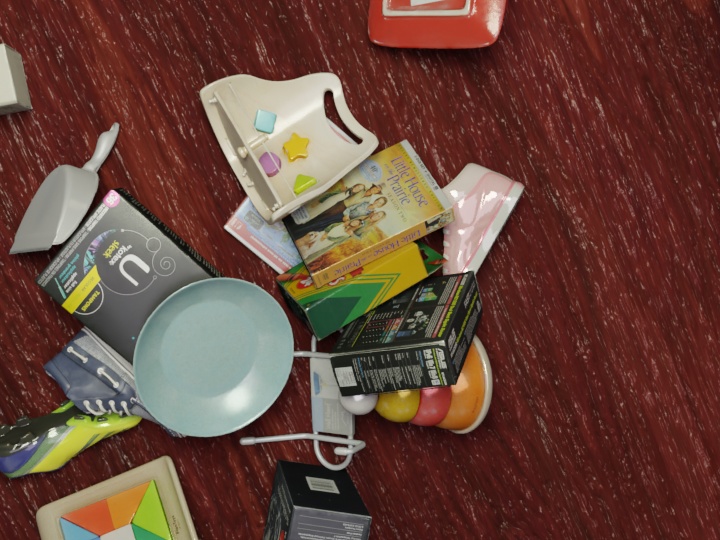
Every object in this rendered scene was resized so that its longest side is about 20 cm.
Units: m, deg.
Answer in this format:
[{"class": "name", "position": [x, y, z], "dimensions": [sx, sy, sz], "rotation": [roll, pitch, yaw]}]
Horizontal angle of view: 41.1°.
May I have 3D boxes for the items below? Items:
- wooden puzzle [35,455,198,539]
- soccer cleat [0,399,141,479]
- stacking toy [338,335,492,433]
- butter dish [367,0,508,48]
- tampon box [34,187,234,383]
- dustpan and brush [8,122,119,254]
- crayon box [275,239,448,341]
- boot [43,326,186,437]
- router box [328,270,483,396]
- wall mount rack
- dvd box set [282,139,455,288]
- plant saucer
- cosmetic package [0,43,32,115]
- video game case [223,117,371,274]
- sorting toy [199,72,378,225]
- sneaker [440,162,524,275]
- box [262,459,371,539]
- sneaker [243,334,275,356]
[{"class": "wooden puzzle", "position": [-0.311, 0.362, 1.247], "dimensions": [0.197, 0.037, 0.188], "rotation": [-22, 71, -4]}, {"class": "soccer cleat", "position": [-0.378, 0.216, 1.258], "dimensions": [0.196, 0.065, 0.085], "rotation": [-17, 131, -14]}, {"class": "stacking toy", "position": [0.059, 0.147, 1.241], "dimensions": [0.197, 0.145, 0.150], "rotation": [-3, 96, -32]}, {"class": "butter dish", "position": [0.124, -0.379, 1.240], "dimensions": [0.197, 0.147, 0.204], "rotation": [9, 95, 33]}, {"class": "tampon box", "position": [-0.278, 0.017, 1.212], "dimensions": [0.199, 0.126, 0.150], "rotation": [41, 89, -11]}, {"class": "dustpan and brush", "position": [-0.358, -0.106, 1.206], "dimensions": [0.057, 0.138, 0.204], "rotation": [28, 71, -37]}, {"class": "crayon box", "position": [0.000, 0.000, 1.245], "dimensions": [0.198, 0.127, 0.051], "rotation": [-30, 117, -12]}, {"class": "boot", "position": [-0.308, 0.162, 1.222], "dimensions": [0.199, 0.073, 0.090], "rotation": [41, 71, 16]}, {"class": "router box", "position": [0.063, 0.076, 1.201], "dimensions": [0.147, 0.200, 0.063], "rotation": [-9, 112, 22]}, {"class": "wall mount rack", "position": [-0.076, 0.173, 1.291], "dimensions": [0.171, 0.074, 0.205], "rotation": [1, 95, 29]}, {"class": "dvd box set", "position": [0.003, -0.076, 1.232], "dimensions": [0.197, 0.147, 0.030], "rotation": [-25, 141, -5]}, {"class": "plant saucer", "position": [-0.179, 0.101, 1.163], "dimensions": [0.197, 0.039, 0.205], "rotation": [-7, 109, -22]}, {"class": "cosmetic package", "position": [-0.512, -0.216, 1.167], "dimensions": [0.196, 0.103, 0.075], "rotation": [-13, 97, -9]}, {"class": "video game case", "position": [-0.069, -0.093, 1.292], "dimensions": [0.142, 0.017, 0.201], "rotation": [38, 88, -10]}, {"class": "sorting toy", "position": [-0.078, -0.167, 1.227], "dimensions": [0.178, 0.107, 0.202], "rotation": [-28, 72, -11]}, {"class": "sneaker", "position": [0.131, -0.051, 1.304], "dimensions": [0.103, 0.075, 0.203], "rotation": [30, 98, 5]}, {"class": "box", "position": [-0.067, 0.367, 1.241], "dimensions": [0.102, 0.200, 0.186], "rotation": [10, 93, -11]}, {"class": "sneaker", "position": [-0.178, 0.120, 1.270], "dimensions": [0.197, 0.089, 0.078], "rotation": [-25, 120, 14]}]
